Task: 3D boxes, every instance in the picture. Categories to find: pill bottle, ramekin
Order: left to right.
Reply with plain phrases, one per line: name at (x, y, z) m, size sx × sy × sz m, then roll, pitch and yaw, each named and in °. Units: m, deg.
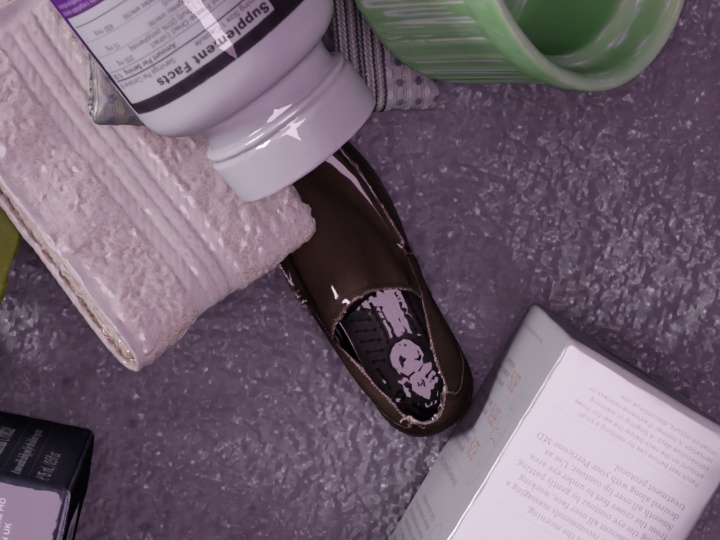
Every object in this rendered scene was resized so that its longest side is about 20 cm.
pill bottle at (-0.083, -0.134, 1.209) m, size 0.111 × 0.111 × 0.200 m, roll -37°, pitch 106°, yaw 1°
ramekin at (0.074, -0.186, 1.283) m, size 0.097 × 0.200 × 0.201 m, roll -2°, pitch 98°, yaw 40°

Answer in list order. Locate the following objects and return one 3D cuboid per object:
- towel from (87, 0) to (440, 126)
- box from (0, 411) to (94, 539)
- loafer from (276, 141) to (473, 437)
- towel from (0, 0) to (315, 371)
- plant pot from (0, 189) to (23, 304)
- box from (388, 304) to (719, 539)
towel at (-0.054, -0.175, 1.296) m, size 0.192 × 0.035 × 0.201 m, roll -5°, pitch 95°, yaw -21°
box at (-0.245, 0.128, 1.292) m, size 0.199 × 0.197 × 0.118 m, roll 12°, pitch 94°, yaw -4°
loafer at (0.000, 0.000, 1.355) m, size 0.073 × 0.071 × 0.200 m, roll -35°, pitch 96°, yaw 1°
towel at (-0.124, -0.065, 1.292) m, size 0.132 × 0.034 × 0.200 m, roll -38°, pitch 90°, yaw -26°
plant pot at (-0.277, -0.021, 1.297) m, size 0.190 × 0.200 × 0.201 m, roll 23°, pitch 94°, yaw -18°
box at (0.091, 0.136, 1.333) m, size 0.106 × 0.152 × 0.200 m, roll 31°, pitch 94°, yaw -6°
